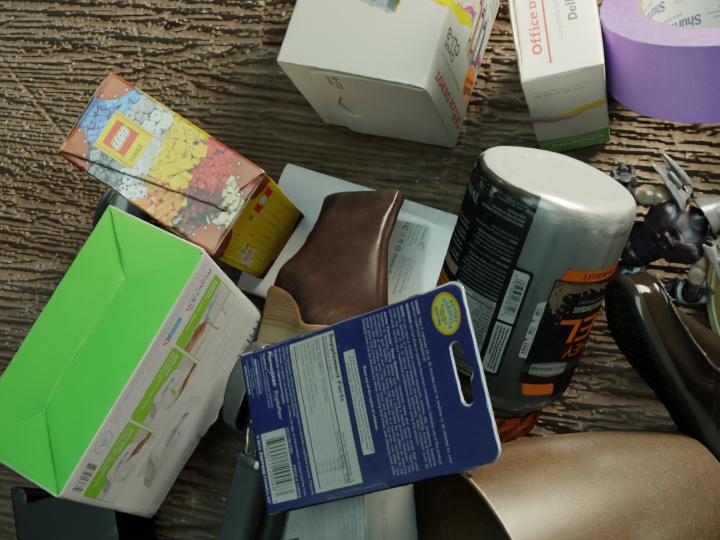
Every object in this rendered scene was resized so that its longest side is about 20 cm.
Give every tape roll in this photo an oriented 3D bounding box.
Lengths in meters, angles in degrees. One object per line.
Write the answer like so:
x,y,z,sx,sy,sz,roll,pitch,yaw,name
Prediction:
0.296,-0.194,0.745,0.199,0.066,0.201,-13,33,8,tape roll

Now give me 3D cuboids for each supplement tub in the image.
0.118,0.019,0.701,0.122,0.122,0.201,26,118,21,supplement tub

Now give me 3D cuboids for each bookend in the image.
-0.188,0.265,0.824,0.198,0.092,0.201,-20,70,10,bookend

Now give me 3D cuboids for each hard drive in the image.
-0.004,-0.011,0.873,0.199,0.025,0.133,19,82,20,hard drive

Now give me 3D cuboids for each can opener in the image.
-0.089,0.160,0.757,0.067,0.053,0.201,15,92,44,can opener

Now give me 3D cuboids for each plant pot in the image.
0.169,0.196,0.683,0.199,0.187,0.188,-16,69,-21,plant pot

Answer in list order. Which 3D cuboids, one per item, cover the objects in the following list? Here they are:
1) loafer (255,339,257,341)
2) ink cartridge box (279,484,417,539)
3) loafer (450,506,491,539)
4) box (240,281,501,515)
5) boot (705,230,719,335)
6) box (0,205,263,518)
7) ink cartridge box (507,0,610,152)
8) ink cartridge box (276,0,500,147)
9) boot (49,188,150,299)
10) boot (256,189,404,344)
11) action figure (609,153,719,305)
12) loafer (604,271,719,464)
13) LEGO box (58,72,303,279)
-0.021,0.107,0.814,0.199,0.072,0.063,15,115,39,loafer
-0.028,0.191,0.757,0.200,0.050,0.110,-33,54,54,ink cartridge box
0.078,0.187,0.777,0.071,0.063,0.201,-4,75,17,loafer
0.006,0.092,0.648,0.199,0.032,0.122,-21,73,34,box
0.331,-0.023,0.699,0.072,0.155,0.201,10,77,-5,boot
-0.179,0.081,0.742,0.096,0.177,0.201,25,78,17,box
0.165,-0.189,0.772,0.067,0.200,0.118,-9,74,15,ink cartridge box
0.037,-0.237,0.854,0.144,0.145,0.201,15,82,20,ink cartridge box
-0.208,-0.005,0.922,0.131,0.070,0.201,27,92,15,boot
0.000,0.000,0.771,0.199,0.072,0.167,1,59,48,boot
0.215,-0.017,0.750,0.199,0.069,0.131,-29,84,34,action figure
0.257,0.073,0.714,0.071,0.073,0.200,-37,108,-2,loafer
-0.142,-0.071,0.795,0.148,0.200,0.077,33,88,7,LEGO box
